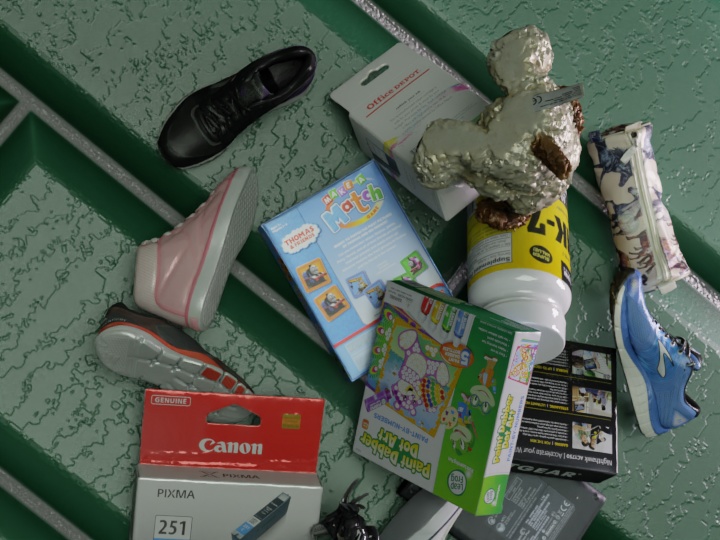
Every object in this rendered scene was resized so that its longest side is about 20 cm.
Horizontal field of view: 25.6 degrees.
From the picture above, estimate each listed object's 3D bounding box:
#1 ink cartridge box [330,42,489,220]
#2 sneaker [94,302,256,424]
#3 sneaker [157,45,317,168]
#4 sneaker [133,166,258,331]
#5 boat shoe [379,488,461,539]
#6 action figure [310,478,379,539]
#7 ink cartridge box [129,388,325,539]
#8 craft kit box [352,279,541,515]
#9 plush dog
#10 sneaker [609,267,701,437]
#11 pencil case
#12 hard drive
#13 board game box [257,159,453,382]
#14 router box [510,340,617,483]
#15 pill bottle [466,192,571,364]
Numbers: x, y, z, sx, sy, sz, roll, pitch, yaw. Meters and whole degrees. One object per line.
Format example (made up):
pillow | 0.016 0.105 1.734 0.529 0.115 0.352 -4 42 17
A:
ink cartridge box | 0.070 -0.158 1.757 0.117 0.067 0.200 -38 52 -12
sneaker | -0.192 0.091 1.702 0.200 0.082 0.077 35 120 -27
sneaker | -0.136 -0.188 1.735 0.200 0.088 0.076 -37 92 -12
sneaker | -0.184 -0.035 1.716 0.104 0.075 0.201 12 63 16
boat shoe | 0.055 0.313 1.720 0.066 0.072 0.200 38 93 -19
action figure | -0.030 0.317 1.650 0.101 0.119 0.201 -6 54 7
ink cartridge box | -0.139 0.221 1.688 0.199 0.045 0.177 4 104 -11
craft kit box | 0.086 0.130 1.673 0.048 0.200 0.199 -1 105 -42
plush dog | 0.175 -0.125 1.632 0.160 0.172 0.200 38 90 26
sneaker | 0.334 0.086 1.785 0.089 0.079 0.201 -16 109 11
pencil case | 0.318 -0.070 1.816 0.077 0.089 0.201 -14 88 3
hard drive | 0.159 0.251 1.779 0.200 0.033 0.140 38 78 -6
board game box | 0.000 0.000 1.770 0.151 0.037 0.201 -30 92 -13
router box | 0.187 0.148 1.759 0.199 0.051 0.150 10 68 -17
pill bottle | 0.173 -0.005 1.732 0.114 0.114 0.201 8 58 -11
